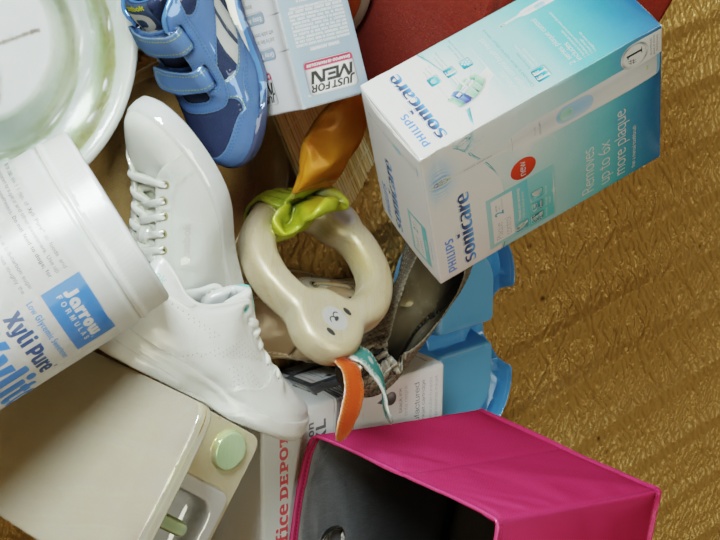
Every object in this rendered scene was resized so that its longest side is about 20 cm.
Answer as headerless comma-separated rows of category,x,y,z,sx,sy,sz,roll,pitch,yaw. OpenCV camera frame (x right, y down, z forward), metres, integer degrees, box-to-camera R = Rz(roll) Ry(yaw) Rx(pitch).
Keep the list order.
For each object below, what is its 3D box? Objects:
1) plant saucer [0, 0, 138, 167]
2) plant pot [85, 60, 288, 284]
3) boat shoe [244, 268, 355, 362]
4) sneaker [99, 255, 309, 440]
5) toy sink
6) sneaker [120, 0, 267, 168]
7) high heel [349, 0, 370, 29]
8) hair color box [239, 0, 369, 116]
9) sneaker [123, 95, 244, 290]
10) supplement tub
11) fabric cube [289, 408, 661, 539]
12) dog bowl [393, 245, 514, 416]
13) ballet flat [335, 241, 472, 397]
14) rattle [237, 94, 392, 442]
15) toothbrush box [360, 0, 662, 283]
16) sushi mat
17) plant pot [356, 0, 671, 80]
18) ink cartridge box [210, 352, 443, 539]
plant saucer,-0.239,-0.146,1.156,0.199,0.050,0.202,-15,114,-39
plant pot,-0.137,-0.060,1.295,0.199,0.027,0.202,-14,112,-40
boat shoe,-0.032,0.037,1.396,0.199,0.064,0.072,-5,106,-42
sneaker,-0.091,0.055,1.237,0.200,0.075,0.089,34,81,-47
toy sink,-0.159,0.141,1.216,0.112,0.199,0.131,34,78,-43
sneaker,-0.119,-0.160,1.188,0.082,0.074,0.201,-31,116,-43
high heel,-0.035,-0.272,1.310,0.067,0.096,0.201,-15,135,-10
hair color box,-0.065,-0.210,1.225,0.060,0.099,0.201,-18,98,-31
sneaker,-0.136,-0.021,1.238,0.085,0.073,0.201,-37,127,-32
supplement tub,-0.237,0.017,1.113,0.199,0.132,0.132,-33,126,-5
fabric cube,0.080,0.234,1.357,0.199,0.199,0.198,-4,108,-46
dog bowl,0.076,0.053,1.515,0.111,0.049,0.201,-15,113,-40
ballet flat,0.047,0.022,1.397,0.067,0.046,0.200,51,55,-20
rattle,0.000,0.000,1.266,0.143,0.201,0.130,-38,137,26
toothbrush box,0.110,-0.105,1.253,0.199,0.085,0.147,-28,145,-12
sushi mat,-0.041,-0.132,1.353,0.096,0.012,0.201,-59,138,-42
plant pot,0.098,-0.195,1.372,0.199,0.200,0.177,-3,119,-42
ink cartridge box,-0.031,0.153,1.420,0.199,0.083,0.146,-16,114,-40
